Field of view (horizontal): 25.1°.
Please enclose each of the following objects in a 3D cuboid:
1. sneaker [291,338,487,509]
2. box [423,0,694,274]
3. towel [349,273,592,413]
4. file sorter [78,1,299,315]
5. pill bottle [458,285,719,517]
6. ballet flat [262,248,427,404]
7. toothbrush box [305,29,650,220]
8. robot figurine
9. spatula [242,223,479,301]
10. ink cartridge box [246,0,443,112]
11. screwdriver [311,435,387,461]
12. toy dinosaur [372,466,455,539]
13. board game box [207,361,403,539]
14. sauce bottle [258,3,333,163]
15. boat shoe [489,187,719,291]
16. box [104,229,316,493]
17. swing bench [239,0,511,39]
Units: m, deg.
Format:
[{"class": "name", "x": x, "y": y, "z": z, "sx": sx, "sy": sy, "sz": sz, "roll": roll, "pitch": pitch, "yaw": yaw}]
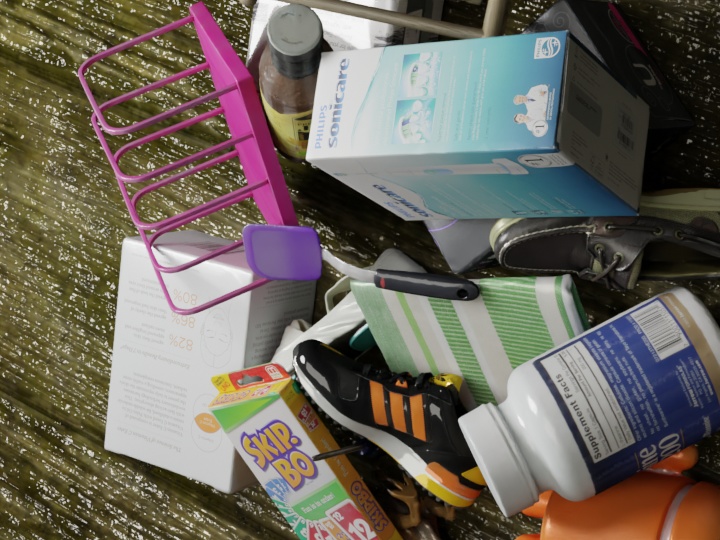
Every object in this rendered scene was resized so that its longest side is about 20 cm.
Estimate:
[{"class": "sneaker", "x": 0.039, "y": 0.106, "z": 1.341, "sx": 0.199, "sy": 0.070, "sz": 0.090, "roll": 39, "pitch": 109, "yaw": -4}, {"class": "box", "x": 0.138, "y": -0.103, "z": 1.264, "sx": 0.200, "sy": 0.106, "sz": 0.123, "roll": -38, "pitch": 75, "yaw": 30}, {"class": "towel", "x": 0.103, "y": 0.063, "z": 1.316, "sx": 0.198, "sy": 0.023, "sz": 0.153, "roll": -1, "pitch": 130, "yaw": 34}, {"class": "file sorter", "x": -0.139, "y": -0.086, "z": 1.335, "sx": 0.139, "sy": 0.124, "sz": 0.201, "roll": -123, "pitch": 13, "yaw": -51}, {"class": "pill bottle", "x": 0.179, "y": 0.103, "z": 1.210, "sx": 0.198, "sy": 0.111, "sz": 0.112, "roll": -27, "pitch": 80, "yaw": -1}, {"class": "ballet flat", "x": -0.024, "y": 0.055, "z": 1.406, "sx": 0.199, "sy": 0.069, "sz": 0.070, "roll": -40, "pitch": 74, "yaw": 11}, {"class": "toothbrush box", "x": 0.084, "y": -0.096, "z": 1.141, "sx": 0.198, "sy": 0.146, "sz": 0.086, "roll": -1, "pitch": 74, "yaw": 34}, {"class": "robot figurine", "x": 0.217, "y": 0.214, "z": 1.248, "sx": 0.198, "sy": 0.144, "sz": 0.117, "roll": 6, "pitch": 138, "yaw": 33}, {"class": "spatula", "x": 0.000, "y": 0.000, "z": 1.287, "sx": 0.198, "sy": 0.021, "sz": 0.057, "roll": 13, "pitch": 131, "yaw": 20}, {"class": "ink cartridge box", "x": -0.011, "y": -0.222, "z": 1.362, "sx": 0.144, "sy": 0.084, "sz": 0.202, "roll": 17, "pitch": 105, "yaw": 31}, {"class": "screwdriver", "x": -0.007, "y": 0.151, "z": 1.341, "sx": 0.028, "sy": 0.200, "sz": 0.029, "roll": 26, "pitch": 102, "yaw": 17}, {"class": "toy dinosaur", "x": 0.055, "y": 0.226, "z": 1.405, "sx": 0.199, "sy": 0.060, "sz": 0.107, "roll": 38, "pitch": 138, "yaw": 24}, {"class": "board game box", "x": -0.051, "y": 0.166, "z": 1.373, "sx": 0.095, "sy": 0.030, "sz": 0.201, "roll": -15, "pitch": 113, "yaw": 44}, {"class": "sauce bottle", "x": -0.046, "y": -0.141, "z": 1.233, "sx": 0.064, "sy": 0.200, "sz": 0.066, "roll": 0, "pitch": 75, "yaw": 1}, {"class": "boat shoe", "x": 0.196, "y": -0.019, "z": 1.203, "sx": 0.197, "sy": 0.073, "sz": 0.065, "roll": -7, "pitch": 58, "yaw": 1}, {"class": "box", "x": -0.136, "y": 0.078, "z": 1.471, "sx": 0.151, "sy": 0.106, "sz": 0.203, "roll": 14, "pitch": 104, "yaw": 30}, {"class": "swing bench", "x": 0.029, "y": -0.282, "z": 1.210, "sx": 0.197, "sy": 0.130, "sz": 0.202, "roll": 12, "pitch": 103, "yaw": 4}]
